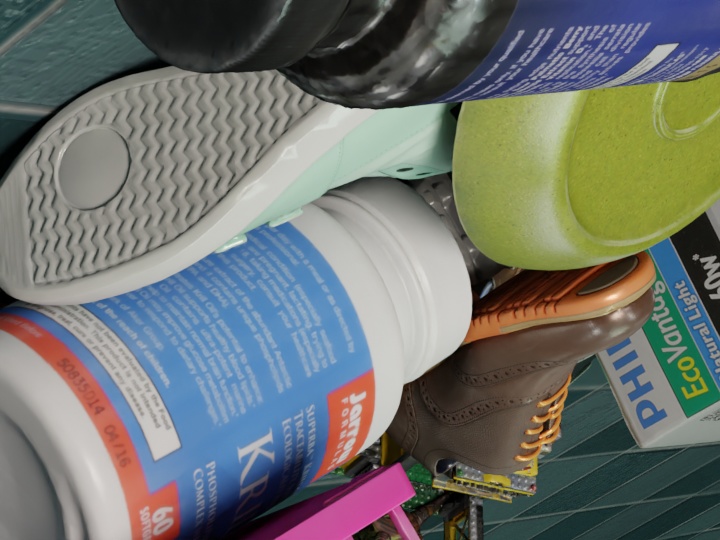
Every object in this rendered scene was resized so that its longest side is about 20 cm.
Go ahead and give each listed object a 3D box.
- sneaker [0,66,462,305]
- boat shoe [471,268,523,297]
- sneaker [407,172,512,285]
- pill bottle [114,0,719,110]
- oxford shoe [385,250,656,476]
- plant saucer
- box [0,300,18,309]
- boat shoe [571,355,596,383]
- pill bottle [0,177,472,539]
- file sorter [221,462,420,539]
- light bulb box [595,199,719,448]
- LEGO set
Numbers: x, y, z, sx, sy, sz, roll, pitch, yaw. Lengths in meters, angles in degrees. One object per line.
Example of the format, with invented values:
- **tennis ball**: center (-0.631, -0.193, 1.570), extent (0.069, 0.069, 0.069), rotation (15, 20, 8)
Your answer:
- **sneaker**: center (-0.029, -0.036, 0.818), extent (0.200, 0.074, 0.118), rotation (-30, 156, 9)
- **boat shoe**: center (0.086, 0.002, 1.106), extent (0.072, 0.073, 0.200), rotation (-16, 161, -28)
- **sneaker**: center (0.000, 0.000, 0.996), extent (0.199, 0.075, 0.081), rotation (-21, 173, -9)
- **pill bottle**: center (0.030, -0.102, 0.641), extent (0.200, 0.112, 0.112), rotation (-10, 158, -43)
- **oxford shoe**: center (0.069, 0.040, 0.956), extent (0.071, 0.073, 0.200), rotation (-31, -178, -28)
- **plant saucer**: center (0.115, -0.077, 0.828), extent (0.200, 0.031, 0.200), rotation (-33, 144, -27)
- **box**: center (-0.173, 0.078, 0.911), extent (0.200, 0.041, 0.120), rotation (-7, 111, -44)
- **boat shoe**: center (0.055, 0.055, 1.224), extent (0.199, 0.076, 0.060), rotation (-17, 156, -23)
- **pill bottle**: center (-0.054, 0.036, 0.861), extent (0.200, 0.112, 0.112), rotation (-29, 169, -36)
- **file sorter**: center (-0.050, 0.170, 0.828), extent (0.139, 0.126, 0.200), rotation (-29, 179, -28)
- **light bulb box**: center (0.236, -0.009, 1.196), extent (0.200, 0.125, 0.198), rotation (-32, 163, 26)
- **LEGO set**: center (0.009, 0.113, 1.081), extent (0.199, 0.154, 0.116), rotation (21, 147, -18)
